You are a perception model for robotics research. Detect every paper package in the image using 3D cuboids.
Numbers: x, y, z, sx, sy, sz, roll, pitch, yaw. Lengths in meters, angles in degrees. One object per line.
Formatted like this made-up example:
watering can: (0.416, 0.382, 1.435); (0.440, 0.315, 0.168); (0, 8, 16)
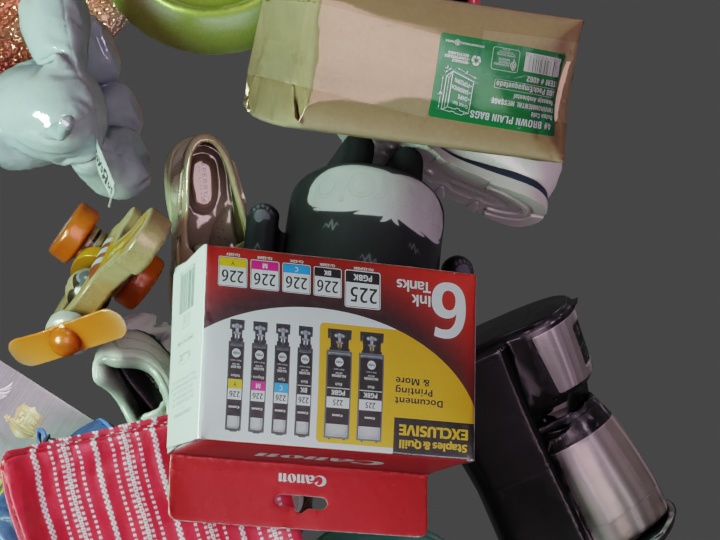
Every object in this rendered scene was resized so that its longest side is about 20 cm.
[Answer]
paper package: (0.034, -0.142, 1.454); (0.198, 0.191, 0.105); (7, 95, -14)

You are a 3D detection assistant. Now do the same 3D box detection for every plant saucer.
plant saucer: (-0.110, -0.265, 1.545); (0.198, 0.031, 0.202); (-1, 82, 5)

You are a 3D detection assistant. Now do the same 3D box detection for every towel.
towel: (-0.136, 0.172, 1.382); (0.198, 0.022, 0.146); (-12, 82, -24)

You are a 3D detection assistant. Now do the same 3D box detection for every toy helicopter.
toy helicopter: (-0.186, 0.006, 1.469); (0.079, 0.200, 0.133); (37, 64, -11)

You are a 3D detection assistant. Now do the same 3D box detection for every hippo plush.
hippo plush: (-0.252, -0.096, 1.491); (0.159, 0.201, 0.160); (-19, 135, 9)

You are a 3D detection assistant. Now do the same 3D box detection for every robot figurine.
robot figurine: (-0.002, 0.000, 1.541); (0.149, 0.125, 0.202); (-3, 61, 20)

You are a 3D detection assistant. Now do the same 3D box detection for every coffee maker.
coffee maker: (0.121, 0.146, 1.577); (0.191, 0.135, 0.201); (-29, 95, -11)

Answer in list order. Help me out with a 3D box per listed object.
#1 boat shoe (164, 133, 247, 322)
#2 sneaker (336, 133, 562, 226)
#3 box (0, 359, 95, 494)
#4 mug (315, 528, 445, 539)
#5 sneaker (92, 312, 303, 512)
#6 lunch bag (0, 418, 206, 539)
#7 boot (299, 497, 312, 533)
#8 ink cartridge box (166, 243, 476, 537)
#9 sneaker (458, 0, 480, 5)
boat shoe: (-0.110, -0.004, 1.557); (0.071, 0.065, 0.202); (-8, 91, -14)
sneaker: (0.066, -0.109, 1.608); (0.199, 0.076, 0.081); (26, 66, -13)
box: (-0.261, 0.166, 1.526); (0.199, 0.048, 0.159); (35, 82, -11)
mug: (0.016, 0.265, 1.545); (0.151, 0.185, 0.115); (23, 59, -5)
sneaker: (-0.126, 0.123, 1.528); (0.200, 0.081, 0.075); (44, 105, -1)
lunch bag: (-0.175, 0.197, 1.451); (0.132, 0.136, 0.201); (-39, 93, -17)
boot: (-0.090, 0.262, 1.571); (0.200, 0.074, 0.097); (-48, 126, -20)
ink cartridge box: (-0.026, 0.085, 1.389); (0.198, 0.084, 0.177); (6, 76, -20)
sneaker: (0.003, -0.214, 1.575); (0.198, 0.090, 0.079); (-1, 91, -12)
